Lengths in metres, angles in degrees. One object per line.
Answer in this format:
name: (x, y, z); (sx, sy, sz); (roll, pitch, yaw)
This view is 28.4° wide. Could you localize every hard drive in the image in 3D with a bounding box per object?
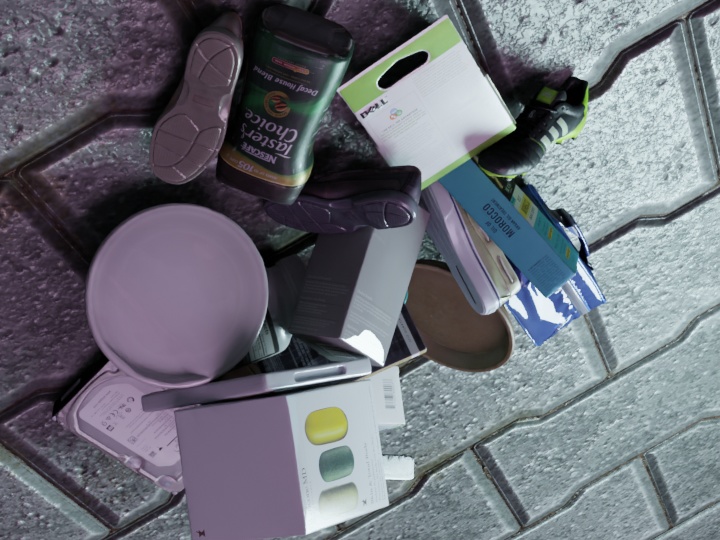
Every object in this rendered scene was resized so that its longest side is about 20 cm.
hard drive: (-0.266, 0.185, 1.779); (0.200, 0.038, 0.140); (37, 112, -26)
hard drive: (-0.050, 0.247, 1.823); (0.199, 0.033, 0.139); (-4, 170, 43)

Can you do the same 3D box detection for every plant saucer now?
plant saucer: (0.111, 0.055, 1.837); (0.030, 0.199, 0.201); (-58, 158, -34)

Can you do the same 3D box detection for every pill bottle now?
pill bottle: (-0.152, 0.058, 1.699); (0.199, 0.117, 0.117); (-21, 143, -11)

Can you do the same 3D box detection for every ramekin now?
ramekin: (-0.209, 0.027, 1.575); (0.201, 0.204, 0.094); (-15, -176, -17)

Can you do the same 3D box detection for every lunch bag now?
lunch bag: (0.228, -0.016, 1.834); (0.132, 0.136, 0.200); (-34, 140, 6)

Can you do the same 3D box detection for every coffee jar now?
coffee jar: (-0.083, -0.167, 1.477); (0.104, 0.086, 0.201); (18, 125, -4)

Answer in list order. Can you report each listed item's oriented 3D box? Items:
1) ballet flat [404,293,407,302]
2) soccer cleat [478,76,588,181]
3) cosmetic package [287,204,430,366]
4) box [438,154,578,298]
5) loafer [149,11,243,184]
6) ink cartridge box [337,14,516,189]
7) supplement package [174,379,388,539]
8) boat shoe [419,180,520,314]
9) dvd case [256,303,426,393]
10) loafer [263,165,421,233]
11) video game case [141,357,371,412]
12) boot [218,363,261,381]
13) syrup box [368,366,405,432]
ballet flat: (-0.020, 0.075, 1.835); (0.068, 0.068, 0.200); (21, 130, -28)
soccer cleat: (0.202, -0.170, 1.664); (0.200, 0.067, 0.082); (-34, 141, -42)
cosmetic package: (0.000, 0.000, 1.664); (0.090, 0.201, 0.107); (4, 159, 36)
box: (0.175, -0.066, 1.691); (0.049, 0.082, 0.200); (-40, 97, 21)
loafer: (-0.161, -0.176, 1.464); (0.071, 0.063, 0.201); (24, 130, -6)
ink cartridge box: (0.065, -0.198, 1.571); (0.147, 0.076, 0.200); (-33, 138, 7)
supplement package: (-0.085, 0.214, 1.603); (0.150, 0.153, 0.200); (-10, 176, 27)
boat shoe: (0.126, -0.045, 1.724); (0.062, 0.201, 0.072); (-30, -171, -19)
dvd case: (-0.038, 0.075, 1.765); (0.199, 0.149, 0.016); (-24, 159, -5)
loafer: (-0.017, -0.084, 1.609); (0.199, 0.063, 0.072); (1, 146, 33)
video game case: (-0.118, 0.130, 1.619); (0.199, 0.023, 0.181); (-14, 174, 39)
boot: (-0.102, 0.181, 1.815); (0.073, 0.200, 0.156); (-22, 154, -54)
syrup box: (-0.038, 0.184, 1.879); (0.081, 0.079, 0.199); (6, 160, -39)
